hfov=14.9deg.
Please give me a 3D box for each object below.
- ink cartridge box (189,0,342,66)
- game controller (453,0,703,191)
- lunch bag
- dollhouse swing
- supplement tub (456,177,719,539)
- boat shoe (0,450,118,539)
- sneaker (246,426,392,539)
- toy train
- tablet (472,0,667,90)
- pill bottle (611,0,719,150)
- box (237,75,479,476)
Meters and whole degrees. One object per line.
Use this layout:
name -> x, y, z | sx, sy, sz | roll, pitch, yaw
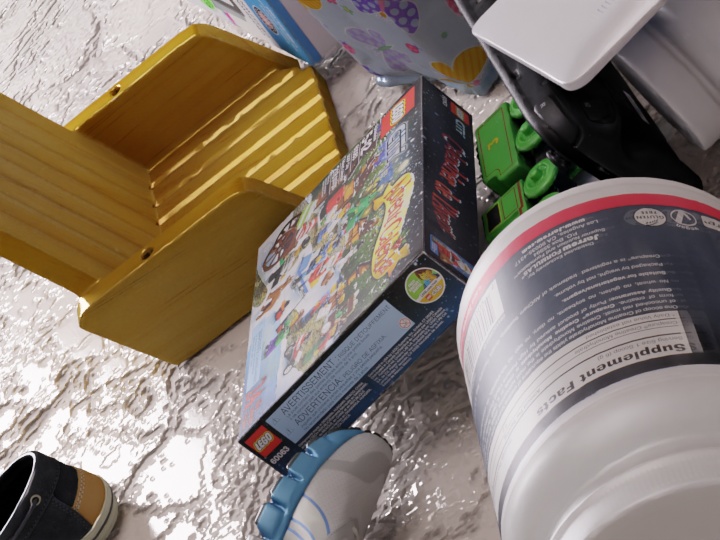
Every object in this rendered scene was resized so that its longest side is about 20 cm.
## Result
ink cartridge box -> -0.055, -0.241, 1.666 | 0.146, 0.147, 0.200 | -43, 30, -8
game controller -> 0.103, -0.088, 1.345 | 0.042, 0.104, 0.200 | -44, 30, 13
lunch bag -> 0.038, -0.223, 1.522 | 0.127, 0.170, 0.200 | 13, 66, 53
dollhouse swing -> -0.134, -0.079, 1.554 | 0.182, 0.176, 0.200 | -38, 30, 13
supplement tub -> 0.118, 0.068, 1.103 | 0.140, 0.140, 0.200 | -35, 32, 17
boat shoe -> -0.219, 0.168, 1.474 | 0.200, 0.062, 0.075 | -41, 32, 11
sneaker -> -0.019, 0.158, 1.252 | 0.087, 0.075, 0.200 | 16, 53, 20
toy train -> 0.088, -0.022, 1.350 | 0.056, 0.042, 0.200 | -42, 29, 25
tablet -> 0.141, -0.168, 1.270 | 0.200, 0.014, 0.130 | -45, 25, -1
pill bottle -> 0.208, -0.150, 1.286 | 0.200, 0.111, 0.111 | -45, 30, 2
box -> 0.000, 0.000, 1.374 | 0.137, 0.038, 0.200 | -47, 18, 21
